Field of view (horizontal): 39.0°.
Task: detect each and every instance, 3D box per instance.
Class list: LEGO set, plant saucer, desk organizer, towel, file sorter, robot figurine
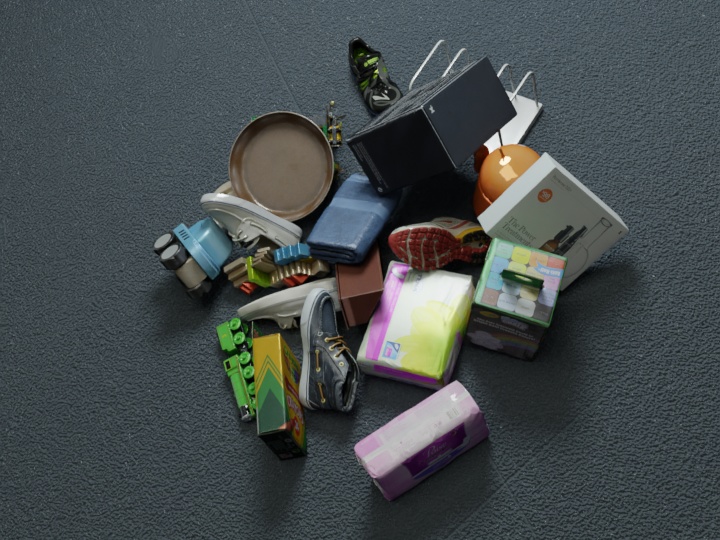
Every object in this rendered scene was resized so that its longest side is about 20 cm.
[{"bbox_3d":[-0.116,-0.230,1.922,0.199,0.116,0.155,-12,88,13],"label":"LEGO set"},{"bbox_3d":[-0.141,-0.187,1.852,0.199,0.032,0.201,0,91,14],"label":"plant saucer"},{"bbox_3d":[0.000,0.000,1.728,0.077,0.072,0.201,-12,40,4],"label":"desk organizer"},{"bbox_3d":[-0.007,-0.088,1.741,0.111,0.049,0.200,10,44,22],"label":"towel"},{"bbox_3d":[0.208,-0.312,1.851,0.199,0.125,0.139,26,71,25],"label":"file sorter"},{"bbox_3d":[0.250,-0.135,1.692,0.116,0.200,0.145,-3,70,0],"label":"robot figurine"}]

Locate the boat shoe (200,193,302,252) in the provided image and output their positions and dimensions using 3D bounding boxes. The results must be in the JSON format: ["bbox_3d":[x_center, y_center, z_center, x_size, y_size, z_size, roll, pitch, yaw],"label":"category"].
[{"bbox_3d":[-0.197,-0.072,1.806,0.071,0.199,0.070,-19,52,53],"label":"boat shoe"}]

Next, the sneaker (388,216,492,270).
[{"bbox_3d":[0.131,-0.049,1.718,0.199,0.078,0.082,0,23,-32],"label":"sneaker"}]

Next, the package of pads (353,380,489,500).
[{"bbox_3d":[0.095,0.261,1.561,0.199,0.121,0.076,-33,58,-4],"label":"package of pads"}]

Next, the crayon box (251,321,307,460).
[{"bbox_3d":[-0.133,0.192,1.657,0.051,0.127,0.201,-12,60,8],"label":"crayon box"}]

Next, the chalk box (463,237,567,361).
[{"bbox_3d":[0.243,0.037,1.588,0.124,0.200,0.124,18,65,7],"label":"chalk box"}]

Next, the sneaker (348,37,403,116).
[{"bbox_3d":[0.023,-0.371,1.957,0.071,0.083,0.200,-28,58,-1],"label":"sneaker"}]

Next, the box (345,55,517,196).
[{"bbox_3d":[0.120,-0.239,1.707,0.198,0.124,0.200,-17,20,51],"label":"box"}]

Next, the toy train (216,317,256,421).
[{"bbox_3d":[-0.203,0.170,1.741,0.056,0.042,0.201,-27,58,11],"label":"toy train"}]

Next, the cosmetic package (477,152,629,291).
[{"bbox_3d":[0.308,-0.074,1.619,0.151,0.200,0.052,-46,33,17],"label":"cosmetic package"}]

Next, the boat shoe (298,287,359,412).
[{"bbox_3d":[-0.045,0.131,1.663,0.091,0.071,0.201,3,92,35],"label":"boat shoe"}]

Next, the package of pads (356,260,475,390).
[{"bbox_3d":[0.098,0.089,1.683,0.154,0.068,0.201,11,64,17],"label":"package of pads"}]

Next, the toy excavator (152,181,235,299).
[{"bbox_3d":[-0.272,-0.067,1.850,0.200,0.100,0.194,-38,31,-6],"label":"toy excavator"}]

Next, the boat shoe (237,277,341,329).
[{"bbox_3d":[-0.120,0.067,1.760,0.199,0.072,0.069,-16,93,17],"label":"boat shoe"}]

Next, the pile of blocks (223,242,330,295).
[{"bbox_3d":[-0.140,0.000,1.794,0.199,0.082,0.062,-15,63,7],"label":"pile of blocks"}]
